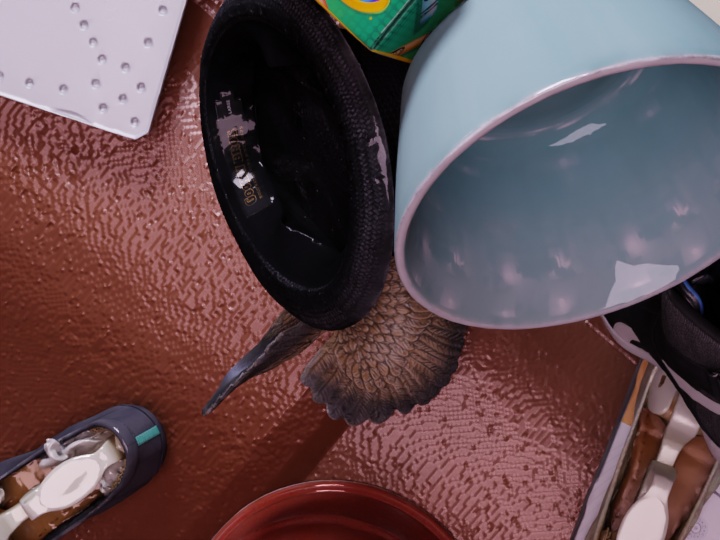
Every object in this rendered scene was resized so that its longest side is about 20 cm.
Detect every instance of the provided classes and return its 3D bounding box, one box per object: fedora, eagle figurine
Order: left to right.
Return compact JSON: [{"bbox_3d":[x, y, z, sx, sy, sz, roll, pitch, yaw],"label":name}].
[{"bbox_3d":[-0.007,-0.069,1.104,0.091,0.200,0.202,-12,98,-28],"label":"fedora"},{"bbox_3d":[-0.002,0.000,1.236,0.151,0.151,0.201,10,89,-4],"label":"eagle figurine"}]

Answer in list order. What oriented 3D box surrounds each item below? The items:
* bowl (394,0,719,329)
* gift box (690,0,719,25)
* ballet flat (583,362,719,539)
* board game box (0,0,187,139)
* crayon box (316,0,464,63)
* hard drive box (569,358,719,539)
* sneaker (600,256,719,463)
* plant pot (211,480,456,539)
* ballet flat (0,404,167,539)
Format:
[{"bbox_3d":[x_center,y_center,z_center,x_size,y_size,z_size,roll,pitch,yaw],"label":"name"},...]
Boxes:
[{"bbox_3d":[0.097,-0.070,0.991,0.200,0.201,0.105,-26,56,11],"label":"bowl"},{"bbox_3d":[0.241,-0.122,1.134,0.186,0.185,0.201,26,70,6],"label":"gift box"},{"bbox_3d":[0.175,0.105,1.156,0.067,0.062,0.201,20,82,7],"label":"ballet flat"},{"bbox_3d":[-0.195,-0.205,1.279,0.199,0.026,0.201,18,100,5],"label":"board game box"},{"bbox_3d":[0.013,-0.160,1.047,0.119,0.200,0.058,45,104,13],"label":"crayon box"},{"bbox_3d":[0.239,0.133,1.219,0.199,0.077,0.157,21,83,6],"label":"hard drive box"},{"bbox_3d":[0.176,0.007,1.112,0.073,0.200,0.112,-25,131,-8],"label":"sneaker"},{"bbox_3d":[-0.028,0.246,1.236,0.200,0.195,0.202,1,99,8],"label":"plant pot"},{"bbox_3d":[-0.212,0.149,1.312,0.199,0.073,0.073,-32,93,11],"label":"ballet flat"}]
